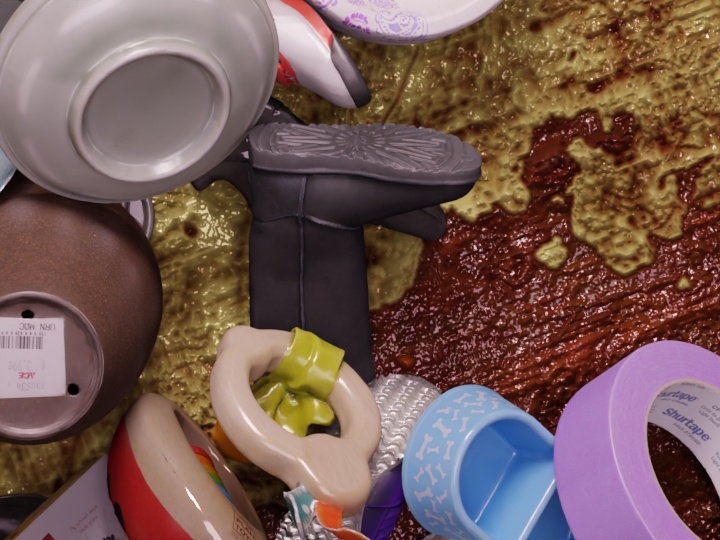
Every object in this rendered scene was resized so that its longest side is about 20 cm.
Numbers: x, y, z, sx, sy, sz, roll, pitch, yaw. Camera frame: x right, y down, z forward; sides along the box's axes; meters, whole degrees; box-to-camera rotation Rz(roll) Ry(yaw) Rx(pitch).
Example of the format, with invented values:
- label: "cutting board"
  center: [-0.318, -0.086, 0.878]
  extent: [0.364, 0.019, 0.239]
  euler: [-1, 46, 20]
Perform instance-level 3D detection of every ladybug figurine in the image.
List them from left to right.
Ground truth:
- label: "ladybug figurine"
  center: [-0.123, 0.161, 1.202]
  extent: [0.072, 0.200, 0.136]
  euler: [-38, 117, -1]

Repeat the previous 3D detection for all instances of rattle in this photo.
- label: "rattle"
  center: [-0.056, 0.144, 1.179]
  extent: [0.143, 0.201, 0.130]
  euler: [-42, 138, 24]

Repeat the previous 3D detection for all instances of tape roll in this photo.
- label: "tape roll"
  center: [0.234, 0.154, 1.257]
  extent: [0.199, 0.066, 0.202]
  euler: [20, 51, -27]

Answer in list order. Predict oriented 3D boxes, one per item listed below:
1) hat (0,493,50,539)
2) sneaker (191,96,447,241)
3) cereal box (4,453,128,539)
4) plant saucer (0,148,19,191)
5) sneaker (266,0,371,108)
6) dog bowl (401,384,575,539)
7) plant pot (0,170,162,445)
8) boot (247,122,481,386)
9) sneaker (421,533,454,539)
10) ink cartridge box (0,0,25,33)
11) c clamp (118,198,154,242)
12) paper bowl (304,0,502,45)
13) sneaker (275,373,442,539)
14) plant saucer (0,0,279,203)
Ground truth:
- label: "hat"
  center: [-0.264, 0.255, 1.240]
  extent: [0.198, 0.081, 0.203]
  euler: [0, 93, -8]
- label: "sneaker"
  center: [-0.033, -0.060, 1.275]
  extent: [0.198, 0.076, 0.091]
  euler: [25, 97, 0]
- label: "cereal box"
  center: [-0.166, 0.247, 1.229]
  extent: [0.039, 0.144, 0.201]
  euler: [-31, 99, 35]
- label: "plant saucer"
  center: [-0.318, -0.091, 1.207]
  extent: [0.199, 0.039, 0.203]
  euler: [-2, 62, 3]
- label: "sneaker"
  center: [-0.089, -0.159, 1.236]
  extent: [0.108, 0.067, 0.202]
  euler: [-40, 72, -6]
- label: "dog bowl"
  center: [0.117, 0.167, 1.269]
  extent: [0.200, 0.049, 0.112]
  euler: [43, 72, -30]
- label: "plant pot"
  center: [-0.219, 0.039, 1.167]
  extent: [0.185, 0.200, 0.189]
  euler: [-2, 100, -9]
- label: "boot"
  center: [-0.001, 0.000, 1.230]
  extent: [0.163, 0.066, 0.202]
  euler: [6, 120, 8]
- label: "sneaker"
  center: [0.038, 0.274, 1.285]
  extent: [0.075, 0.081, 0.201]
  euler: [35, 85, -6]
- label: "ink cartridge box"
  center: [-0.216, -0.251, 1.191]
  extent: [0.146, 0.083, 0.201]
  euler: [28, 61, -9]
- label: "c clamp"
  center: [-0.253, -0.058, 1.259]
  extent: [0.198, 0.027, 0.173]
  euler: [-14, 93, -7]
- label: "paper bowl"
  center: [0.026, -0.261, 1.253]
  extent: [0.198, 0.104, 0.203]
  euler: [0, 92, -9]
- label: "sneaker"
  center: [-0.002, 0.169, 1.281]
  extent: [0.069, 0.100, 0.201]
  euler: [21, 58, 22]
- label: "plant saucer"
  center: [-0.140, -0.113, 1.141]
  extent: [0.198, 0.050, 0.201]
  euler: [-16, 136, -16]
